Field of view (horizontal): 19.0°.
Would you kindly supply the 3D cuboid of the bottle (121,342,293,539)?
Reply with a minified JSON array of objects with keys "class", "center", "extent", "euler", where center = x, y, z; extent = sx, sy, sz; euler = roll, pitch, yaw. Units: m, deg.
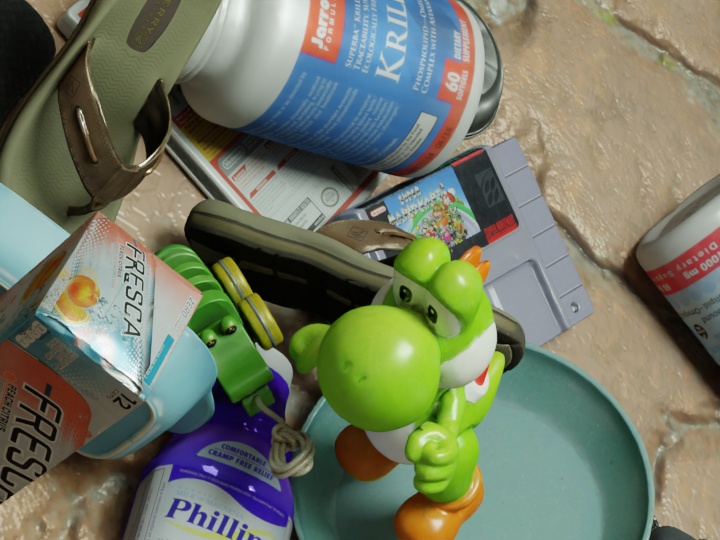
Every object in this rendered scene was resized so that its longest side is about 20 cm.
[{"class":"bottle","center":[-0.076,0.128,1.108],"extent":[0.083,0.065,0.201],"euler":[26,51,-15]}]

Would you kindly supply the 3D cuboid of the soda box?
[{"class":"soda box","center":[-0.156,0.053,0.992],"extent":[0.063,0.200,0.069],"euler":[39,49,-14]}]

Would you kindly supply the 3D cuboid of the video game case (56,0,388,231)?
[{"class":"video game case","center":[-0.072,-0.107,1.284],"extent":[0.200,0.017,0.143],"euler":[49,45,-7]}]

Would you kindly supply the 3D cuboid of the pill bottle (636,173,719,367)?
[{"class":"pill bottle","center":[0.283,0.033,1.433],"extent":[0.200,0.109,0.109],"euler":[51,45,-3]}]

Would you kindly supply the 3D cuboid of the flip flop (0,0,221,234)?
[{"class":"flip flop","center":[-0.126,-0.082,1.122],"extent":[0.081,0.201,0.058],"euler":[24,11,-40]}]

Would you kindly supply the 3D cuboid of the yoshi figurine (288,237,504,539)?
[{"class":"yoshi figurine","center":[0.016,0.065,1.075],"extent":[0.111,0.201,0.113],"euler":[5,54,3]}]

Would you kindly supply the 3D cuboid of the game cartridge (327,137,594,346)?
[{"class":"game cartridge","center":[0.056,0.004,1.303],"extent":[0.200,0.038,0.130],"euler":[-28,99,-45]}]

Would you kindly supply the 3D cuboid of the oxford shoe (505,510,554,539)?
[{"class":"oxford shoe","center":[0.102,0.153,1.237],"extent":[0.071,0.073,0.201],"euler":[40,46,-15]}]

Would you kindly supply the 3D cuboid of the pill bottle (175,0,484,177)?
[{"class":"pill bottle","center":[-0.036,-0.128,1.234],"extent":[0.199,0.112,0.113],"euler":[13,58,-34]}]

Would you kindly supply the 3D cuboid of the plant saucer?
[{"class":"plant saucer","center":[0.060,0.126,1.178],"extent":[0.198,0.036,0.201],"euler":[0,53,0]}]

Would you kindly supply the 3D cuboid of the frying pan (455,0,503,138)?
[{"class":"frying pan","center":[0.036,-0.175,1.410],"extent":[0.115,0.031,0.191],"euler":[-19,82,-46]}]

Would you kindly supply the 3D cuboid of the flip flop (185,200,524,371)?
[{"class":"flip flop","center":[0.000,0.000,1.185],"extent":[0.199,0.081,0.058],"euler":[22,61,13]}]

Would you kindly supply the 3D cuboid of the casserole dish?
[{"class":"casserole dish","center":[-0.162,0.028,1.058],"extent":[0.200,0.121,0.039],"euler":[38,53,-12]}]

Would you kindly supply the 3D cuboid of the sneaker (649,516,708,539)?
[{"class":"sneaker","center":[0.167,0.198,1.271],"extent":[0.199,0.078,0.141],"euler":[22,51,-41]}]

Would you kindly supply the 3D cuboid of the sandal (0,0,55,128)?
[{"class":"sandal","center":[-0.222,-0.088,1.139],"extent":[0.075,0.045,0.200],"euler":[51,30,-11]}]

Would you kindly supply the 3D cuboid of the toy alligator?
[{"class":"toy alligator","center":[-0.074,0.034,1.108],"extent":[0.200,0.059,0.054],"euler":[50,-11,54]}]
